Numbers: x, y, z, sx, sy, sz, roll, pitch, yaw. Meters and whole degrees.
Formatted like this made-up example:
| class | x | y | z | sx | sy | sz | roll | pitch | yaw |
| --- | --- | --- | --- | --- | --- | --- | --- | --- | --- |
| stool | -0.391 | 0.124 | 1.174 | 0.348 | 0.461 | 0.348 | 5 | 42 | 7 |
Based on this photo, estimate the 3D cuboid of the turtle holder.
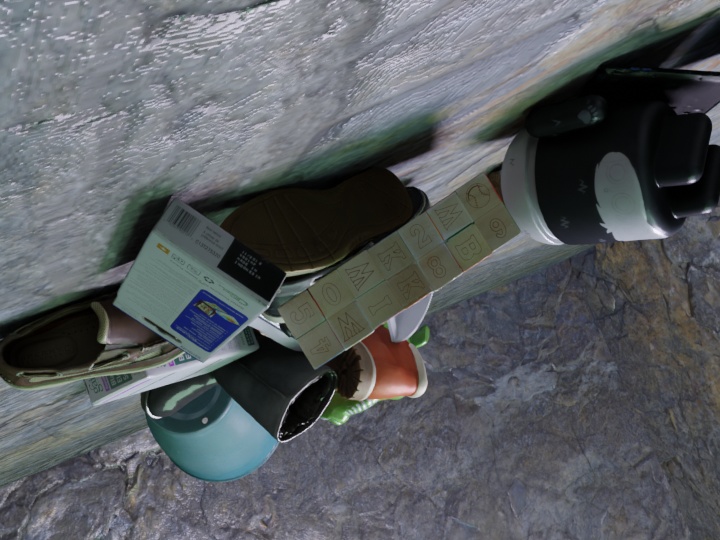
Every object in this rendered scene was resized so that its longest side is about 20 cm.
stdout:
| class | x | y | z | sx | sy | sz | roll | pitch | yaw |
| --- | --- | --- | --- | --- | --- | --- | --- | --- | --- |
| turtle holder | 0.005 | 0.117 | 1.244 | 0.131 | 0.187 | 0.141 | -14 | 152 | 25 |

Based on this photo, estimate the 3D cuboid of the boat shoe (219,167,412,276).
| class | x | y | z | sx | sy | sz | roll | pitch | yaw |
| --- | --- | --- | --- | --- | --- | --- | --- | --- | --- |
| boat shoe | -0.042 | -0.027 | 0.788 | 0.199 | 0.074 | 0.069 | -18 | 166 | -42 |

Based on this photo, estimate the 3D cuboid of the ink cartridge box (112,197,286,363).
| class | x | y | z | sx | sy | sz | roll | pitch | yaw |
| --- | --- | --- | --- | --- | --- | --- | --- | --- | --- |
| ink cartridge box | -0.130 | 0.016 | 0.738 | 0.037 | 0.094 | 0.200 | -61 | -169 | -28 |

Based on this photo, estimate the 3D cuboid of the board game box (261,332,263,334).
| class | x | y | z | sx | sy | sz | roll | pitch | yaw |
| --- | --- | --- | --- | --- | --- | --- | --- | --- | --- |
| board game box | -0.099 | 0.060 | 1.362 | 0.150 | 0.047 | 0.200 | -23 | 173 | -7 |

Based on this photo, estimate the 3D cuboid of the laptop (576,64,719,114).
| class | x | y | z | sx | sy | sz | roll | pitch | yaw |
| --- | --- | --- | --- | --- | --- | --- | --- | --- | --- |
| laptop | 0.298 | -0.197 | 0.904 | 0.198 | 0.105 | 0.177 | 3 | 171 | -2 |

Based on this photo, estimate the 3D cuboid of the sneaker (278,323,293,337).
| class | x | y | z | sx | sy | sz | roll | pitch | yaw |
| --- | --- | --- | --- | --- | --- | --- | --- | --- | --- |
| sneaker | 0.000 | 0.000 | 0.976 | 0.199 | 0.074 | 0.079 | -36 | -152 | -15 |

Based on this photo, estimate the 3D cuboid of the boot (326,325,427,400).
| class | x | y | z | sx | sy | sz | roll | pitch | yaw |
| --- | --- | --- | --- | --- | --- | --- | --- | --- | --- |
| boot | 0.004 | 0.086 | 1.133 | 0.106 | 0.200 | 0.076 | 6 | 117 | -28 |

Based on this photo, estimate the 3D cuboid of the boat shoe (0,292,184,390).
| class | x | y | z | sx | sy | sz | roll | pitch | yaw |
| --- | --- | --- | --- | --- | --- | --- | --- | --- | --- |
| boat shoe | -0.216 | 0.055 | 0.840 | 0.201 | 0.075 | 0.075 | -21 | 169 | -14 |

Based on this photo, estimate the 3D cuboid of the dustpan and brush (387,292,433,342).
| class | x | y | z | sx | sy | sz | roll | pitch | yaw |
| --- | --- | --- | --- | --- | --- | --- | --- | --- | --- |
| dustpan and brush | 0.072 | -0.025 | 1.128 | 0.057 | 0.141 | 0.201 | -3 | -151 | 17 |

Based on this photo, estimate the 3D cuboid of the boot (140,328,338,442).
| class | x | y | z | sx | sy | sz | roll | pitch | yaw |
| --- | --- | --- | --- | --- | --- | --- | --- | --- | --- |
| boot | -0.142 | 0.140 | 1.104 | 0.182 | 0.199 | 0.073 | -51 | 144 | -5 |

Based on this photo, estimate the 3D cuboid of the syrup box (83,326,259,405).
| class | x | y | z | sx | sy | sz | roll | pitch | yaw |
| --- | --- | --- | --- | --- | --- | --- | --- | --- | --- |
| syrup box | -0.197 | 0.071 | 0.991 | 0.081 | 0.079 | 0.200 | -25 | 173 | 24 |

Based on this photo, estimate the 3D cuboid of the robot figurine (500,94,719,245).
| class | x | y | z | sx | sy | sz | roll | pitch | yaw |
| --- | --- | --- | --- | --- | --- | --- | --- | --- | --- |
| robot figurine | 0.226 | -0.089 | 0.885 | 0.199 | 0.152 | 0.124 | -4 | -167 | 40 |

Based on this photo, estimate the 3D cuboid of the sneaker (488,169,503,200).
| class | x | y | z | sx | sy | sz | roll | pitch | yaw |
| --- | --- | --- | --- | --- | --- | --- | --- | --- | --- |
| sneaker | 0.195 | -0.082 | 1.168 | 0.111 | 0.072 | 0.200 | -19 | 170 | -11 |

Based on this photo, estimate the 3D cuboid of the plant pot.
| class | x | y | z | sx | sy | sz | roll | pitch | yaw |
| --- | --- | --- | --- | --- | --- | --- | --- | --- | --- |
| plant pot | -0.219 | 0.182 | 1.366 | 0.198 | 0.202 | 0.188 | -23 | 158 | -2 |

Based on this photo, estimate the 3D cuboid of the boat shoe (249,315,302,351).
| class | x | y | z | sx | sy | sz | roll | pitch | yaw |
| --- | --- | --- | --- | --- | --- | --- | --- | --- | --- |
| boat shoe | -0.077 | 0.030 | 1.032 | 0.070 | 0.071 | 0.200 | -34 | 150 | 12 |

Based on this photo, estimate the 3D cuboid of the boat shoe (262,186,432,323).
| class | x | y | z | sx | sy | sz | roll | pitch | yaw |
| --- | --- | --- | --- | --- | --- | --- | --- | --- | --- |
| boat shoe | -0.016 | -0.025 | 0.923 | 0.199 | 0.072 | 0.068 | -31 | 141 | -11 |

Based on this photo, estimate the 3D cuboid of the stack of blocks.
| class | x | y | z | sx | sy | sz | roll | pitch | yaw |
| --- | --- | --- | --- | --- | --- | --- | --- | --- | --- |
| stack of blocks | 0.029 | 0.001 | 0.817 | 0.199 | 0.059 | 0.115 | -33 | 180 | -3 |
